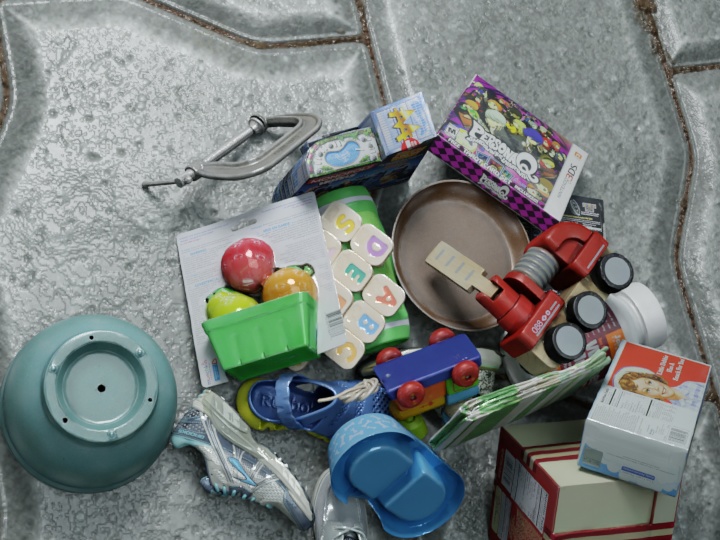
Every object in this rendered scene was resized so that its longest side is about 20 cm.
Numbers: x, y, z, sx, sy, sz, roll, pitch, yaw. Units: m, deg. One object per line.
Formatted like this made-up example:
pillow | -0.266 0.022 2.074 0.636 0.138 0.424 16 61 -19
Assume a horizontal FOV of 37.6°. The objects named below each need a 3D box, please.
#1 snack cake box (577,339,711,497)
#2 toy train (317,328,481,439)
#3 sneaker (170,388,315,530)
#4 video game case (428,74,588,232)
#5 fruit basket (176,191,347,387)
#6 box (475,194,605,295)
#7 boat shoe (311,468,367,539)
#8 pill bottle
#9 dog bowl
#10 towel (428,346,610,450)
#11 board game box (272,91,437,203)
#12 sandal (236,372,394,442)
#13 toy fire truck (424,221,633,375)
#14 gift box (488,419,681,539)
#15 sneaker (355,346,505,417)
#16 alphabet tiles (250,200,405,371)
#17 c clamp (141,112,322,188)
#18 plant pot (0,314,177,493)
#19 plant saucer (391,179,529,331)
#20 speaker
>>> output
snack cake box | 0.335 0.166 1.237 0.114 0.068 0.200 15 29 20
toy train | 0.050 0.159 1.263 0.199 0.085 0.116 -19 126 -11
sneaker | -0.137 0.236 1.227 0.200 0.078 0.086 45 77 4
video game case | 0.203 -0.160 1.434 0.199 0.036 0.182 35 42 -1
fruit basket | -0.119 0.023 1.260 0.184 0.094 0.201 -18 62 8
box | 0.241 -0.029 1.450 0.198 0.044 0.162 6 73 -19
boat shoe | -0.016 0.328 1.235 0.069 0.072 0.202 4 72 -18
pill bottle | 0.290 0.092 1.379 0.199 0.110 0.110 -21 82 -12
dog bowl | 0.038 0.238 1.244 0.111 0.050 0.200 -42 128 8
towel | 0.183 0.152 1.229 0.199 0.153 0.024 -20 71 -20
board game box | 0.003 -0.147 1.310 0.199 0.200 0.062 -16 81 -24
sandal | -0.043 0.162 1.265 0.198 0.087 0.080 4 71 -23
toy fire truck | 0.197 0.007 1.289 0.200 0.129 0.176 41 67 -3
gift box | 0.271 0.272 1.285 0.185 0.200 0.186 -1 113 -17
sneaker | 0.092 0.141 1.334 0.198 0.077 0.089 1 83 -18
alphabet tiles | -0.053 0.018 1.287 0.195 0.015 0.200 38 90 12
c clamp | -0.149 -0.152 1.306 0.200 0.170 0.027 -40 124 -38
plant pot | -0.289 0.136 1.156 0.199 0.134 0.202 6 72 -19
plant saucer | 0.127 -0.018 1.363 0.199 0.032 0.202 6 73 -20
speaker | 0.000 0.000 1.330 0.088 0.088 0.201 -12 79 -23
